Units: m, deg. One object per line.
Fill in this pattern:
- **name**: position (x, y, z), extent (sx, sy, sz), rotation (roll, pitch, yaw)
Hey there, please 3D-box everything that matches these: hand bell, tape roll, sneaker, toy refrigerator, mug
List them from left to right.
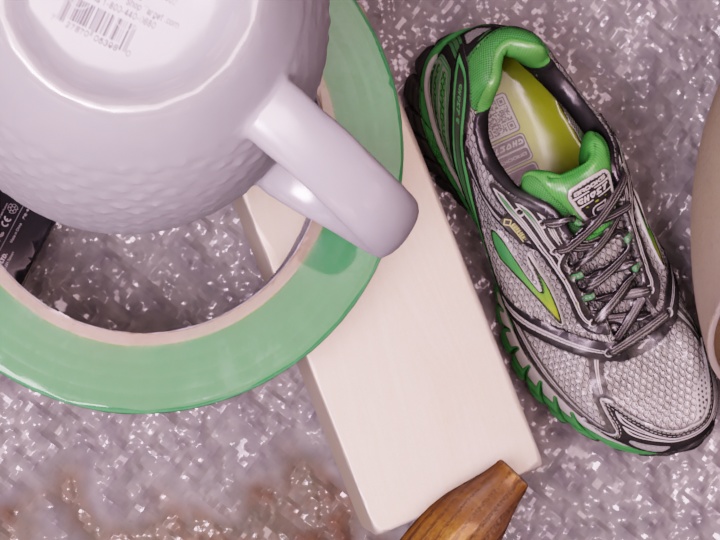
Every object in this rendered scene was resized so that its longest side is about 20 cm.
- **tape roll**: position (-0.084, -0.045, 1.075), extent (0.199, 0.048, 0.202), rotation (0, 88, -5)
- **mug**: position (-0.062, -0.074, 0.967), extent (0.200, 0.175, 0.148), rotation (39, 85, -3)
- **hand bell**: position (-0.006, 0.154, 1.092), extent (0.104, 0.104, 0.200), rotation (44, 88, -6)
- **toy refrigerator**: position (0.000, 0.000, 1.141), extent (0.076, 0.070, 0.201), rotation (-22, 90, -6)
- **sneaker**: position (0.086, -0.010, 1.151), extent (0.078, 0.085, 0.201), rotation (-33, 94, -13)

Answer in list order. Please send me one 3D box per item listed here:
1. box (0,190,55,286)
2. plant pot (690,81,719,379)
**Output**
- **box**: position (-0.229, -0.025, 1.101), extent (0.198, 0.050, 0.201), rotation (28, 81, -8)
- **plant pot**: position (0.219, -0.050, 1.145), extent (0.199, 0.201, 0.135), rotation (-8, 59, -13)
